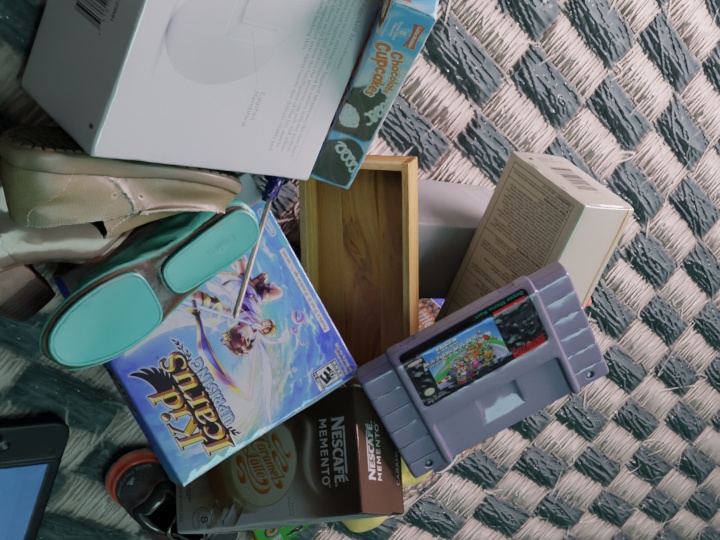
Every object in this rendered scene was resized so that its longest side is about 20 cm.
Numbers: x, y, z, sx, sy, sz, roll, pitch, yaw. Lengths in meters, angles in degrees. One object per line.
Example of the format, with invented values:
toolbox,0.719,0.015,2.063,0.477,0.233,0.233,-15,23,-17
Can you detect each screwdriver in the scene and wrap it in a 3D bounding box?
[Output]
screwdriver,-0.082,-0.046,1.071,0.028,0.029,0.200,120,-9,-56

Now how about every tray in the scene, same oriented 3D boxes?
tray,0.000,0.000,1.143,0.037,0.098,0.200,-41,132,-68

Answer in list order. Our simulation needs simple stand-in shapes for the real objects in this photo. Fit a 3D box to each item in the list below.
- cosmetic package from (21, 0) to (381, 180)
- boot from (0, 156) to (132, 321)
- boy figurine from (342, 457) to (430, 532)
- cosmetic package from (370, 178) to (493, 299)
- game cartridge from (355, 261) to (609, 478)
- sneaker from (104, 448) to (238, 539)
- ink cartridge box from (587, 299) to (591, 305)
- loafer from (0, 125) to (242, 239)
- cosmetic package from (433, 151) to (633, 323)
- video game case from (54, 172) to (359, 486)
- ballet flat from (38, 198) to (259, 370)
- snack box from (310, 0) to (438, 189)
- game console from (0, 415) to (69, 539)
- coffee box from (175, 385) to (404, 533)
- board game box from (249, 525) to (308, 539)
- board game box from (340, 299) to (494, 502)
cosmetic package,-0.107,-0.186,0.945,0.200,0.123,0.200,4,117,-43
boot,-0.250,-0.058,0.971,0.200,0.070,0.146,-51,131,-12
boy figurine,0.050,0.167,1.269,0.200,0.064,0.124,-48,168,6
cosmetic package,0.070,-0.031,1.248,0.200,0.107,0.090,1,121,-40
game cartridge,0.107,0.087,1.133,0.200,0.038,0.130,-29,128,0
sneaker,-0.173,0.247,1.273,0.077,0.082,0.200,-46,140,-2
ink cartridge box,0.207,0.016,1.455,0.162,0.050,0.200,-31,135,-19
loafer,-0.176,-0.062,0.950,0.200,0.076,0.068,5,115,-42
cosmetic package,0.151,0.004,1.187,0.073,0.104,0.200,1,122,-41
video game case,-0.125,0.047,1.092,0.181,0.045,0.200,-32,98,-18
ballet flat,-0.169,0.007,1.020,0.200,0.070,0.067,-36,121,-21
snack box,0.014,-0.170,1.026,0.037,0.116,0.200,18,140,-10
game console,-0.324,0.238,1.101,0.171,0.118,0.200,0,122,-42
coffee box,-0.067,0.175,1.192,0.200,0.115,0.080,-13,163,28
board game box,-0.089,0.215,1.367,0.095,0.030,0.200,-33,136,-16
board game box,0.045,0.144,1.374,0.200,0.097,0.160,-34,139,-16
